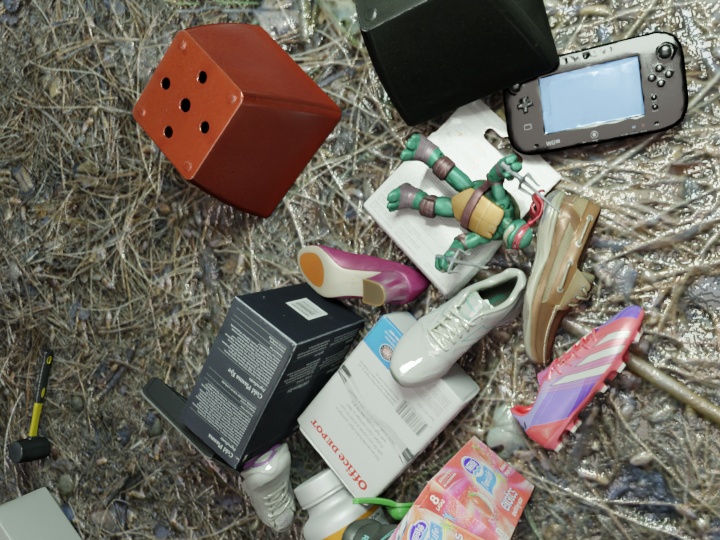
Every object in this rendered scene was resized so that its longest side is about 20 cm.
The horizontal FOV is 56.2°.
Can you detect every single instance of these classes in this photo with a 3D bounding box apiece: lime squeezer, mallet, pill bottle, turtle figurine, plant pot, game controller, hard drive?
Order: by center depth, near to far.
[{"bbox_3d":[0.085,-0.311,0.749,0.196,0.176,0.205,-17,75,27],"label":"plant pot"},{"bbox_3d":[0.260,-0.196,0.762,0.196,0.042,0.107,-7,84,27],"label":"game controller"},{"bbox_3d":[0.127,-0.068,0.768,0.198,0.100,0.152,33,105,26],"label":"turtle figurine"},{"bbox_3d":[0.053,0.332,0.878,0.037,0.071,0.202,-3,129,49],"label":"lime squeezer"},{"bbox_3d":[-0.009,0.365,0.900,0.110,0.111,0.203,-33,79,24],"label":"pill bottle"},{"bbox_3d":[-0.182,-0.211,0.910,0.200,0.175,0.201,47,111,16],"label":"plant pot"},{"bbox_3d":[-0.221,0.229,0.959,0.139,0.201,0.033,36,74,20],"label":"hard drive"},{"bbox_3d":[-0.585,0.245,1.205,0.040,0.066,0.205,12,98,26],"label":"mallet"}]

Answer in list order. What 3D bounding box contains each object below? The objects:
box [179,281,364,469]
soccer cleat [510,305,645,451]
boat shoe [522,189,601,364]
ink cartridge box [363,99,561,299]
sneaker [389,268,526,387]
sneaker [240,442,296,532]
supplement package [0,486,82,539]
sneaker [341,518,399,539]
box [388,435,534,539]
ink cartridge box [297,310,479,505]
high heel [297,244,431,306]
[{"bbox_3d":[-0.111,0.126,0.885,0.103,0.199,0.185,32,106,19],"label":"box"},{"bbox_3d":[0.251,0.117,0.781,0.076,0.066,0.203,36,111,21],"label":"soccer cleat"},{"bbox_3d":[0.233,0.013,0.777,0.070,0.075,0.205,11,100,23],"label":"boat shoe"},{"bbox_3d":[0.125,-0.093,0.849,0.200,0.050,0.161,-44,74,3],"label":"ink cartridge box"},{"bbox_3d":[0.113,0.059,0.788,0.199,0.081,0.071,-37,71,-9],"label":"sneaker"},{"bbox_3d":[-0.114,0.300,0.926,0.074,0.201,0.100,-28,71,-20],"label":"sneaker"},{"bbox_3d":[-0.572,0.513,1.189,0.200,0.117,0.117,46,112,16],"label":"supplement package"},{"bbox_3d":[0.068,0.344,0.814,0.078,0.197,0.077,-9,71,48],"label":"sneaker"},{"bbox_3d":[0.122,0.278,0.777,0.102,0.199,0.096,37,103,19],"label":"box"},{"bbox_3d":[0.034,0.176,0.880,0.147,0.085,0.201,46,112,17],"label":"ink cartridge box"},{"bbox_3d":[0.000,0.000,0.917,0.198,0.095,0.069,13,109,47],"label":"high heel"}]
